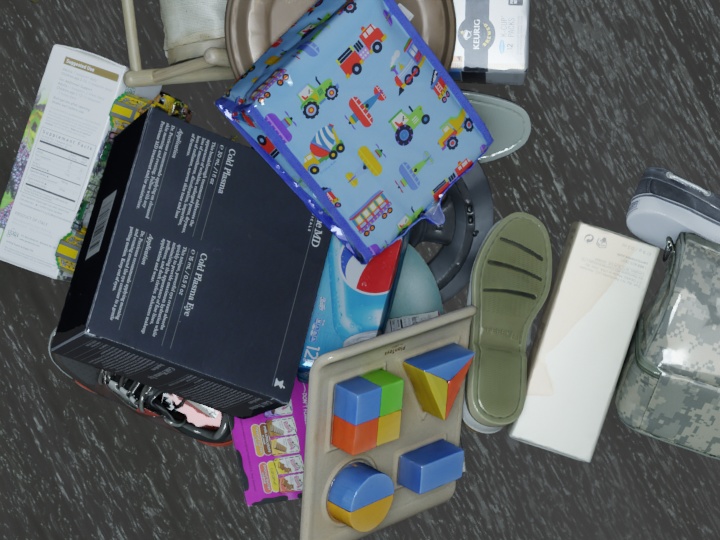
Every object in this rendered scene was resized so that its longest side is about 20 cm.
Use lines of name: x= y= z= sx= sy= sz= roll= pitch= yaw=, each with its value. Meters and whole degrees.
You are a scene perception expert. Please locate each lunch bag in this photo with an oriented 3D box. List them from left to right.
lunch bag: x=0.009 y=-0.112 z=1.584 sx=0.151 sy=0.094 sz=0.200 roll=-45 pitch=111 yaw=-9
lunch bag: x=0.337 y=0.069 z=1.699 sx=0.199 sy=0.139 sz=0.169 roll=19 pitch=113 yaw=3

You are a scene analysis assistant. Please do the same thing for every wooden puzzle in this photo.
wooden puzzle: x=0.030 y=0.140 z=1.617 sx=0.046 sy=0.185 sz=0.201 roll=28 pitch=121 yaw=38

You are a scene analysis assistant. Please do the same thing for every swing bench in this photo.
swing bench: x=-0.108 y=-0.270 z=1.720 sx=0.129 sy=0.199 sz=0.200 roll=-7 pitch=90 yaw=44

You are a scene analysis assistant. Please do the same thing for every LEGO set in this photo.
LEGO set: x=-0.166 y=-0.053 z=1.727 sx=0.115 sy=0.154 sz=0.201 roll=20 pitch=80 yaw=29

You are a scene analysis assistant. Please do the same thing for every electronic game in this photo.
electronic game: x=0.020 y=-0.048 z=1.754 sx=0.199 sy=0.042 sz=0.201 roll=0 pitch=113 yaw=-1

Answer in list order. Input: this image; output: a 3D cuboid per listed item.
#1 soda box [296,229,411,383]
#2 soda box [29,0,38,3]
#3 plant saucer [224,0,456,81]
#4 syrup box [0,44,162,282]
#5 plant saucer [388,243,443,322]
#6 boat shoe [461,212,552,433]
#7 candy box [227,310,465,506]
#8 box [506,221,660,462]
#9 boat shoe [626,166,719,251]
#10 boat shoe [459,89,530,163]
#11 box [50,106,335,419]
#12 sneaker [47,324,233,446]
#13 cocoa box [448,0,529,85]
soda box: x=0.000 y=0.000 z=1.654 sx=0.064 sy=0.068 sz=0.201 roll=13 pitch=75 yaw=6
soda box: x=-0.278 y=-0.347 z=1.772 sx=0.068 sy=0.064 sz=0.201 roll=31 pitch=92 yaw=1
plant saucer: x=-0.013 y=-0.201 z=1.624 sx=0.199 sy=0.029 sz=0.201 roll=-1 pitch=94 yaw=-12
syrup box: x=-0.257 y=-0.094 z=1.761 sx=0.081 sy=0.079 sz=0.201 roll=19 pitch=92 yaw=19
plant saucer: x=-0.024 y=0.051 z=1.749 sx=0.200 sy=0.039 sz=0.202 roll=-1 pitch=111 yaw=-2
boat shoe: x=0.118 y=0.046 z=1.733 sx=0.074 sy=0.068 sz=0.201 roll=19 pitch=69 yaw=-13
candy box: x=-0.015 y=0.122 z=1.723 sx=0.199 sy=0.061 sz=0.137 roll=-8 pitch=112 yaw=2
box: x=0.198 y=0.062 z=1.745 sx=0.077 sy=0.095 sz=0.201 roll=18 pitch=91 yaw=2
boat shoe: x=0.335 y=-0.032 z=1.752 sx=0.199 sy=0.072 sz=0.068 roll=25 pitch=63 yaw=-3
boat shoe: x=0.053 y=-0.139 z=1.762 sx=0.199 sy=0.060 sz=0.076 roll=2 pitch=120 yaw=-1
box: x=-0.133 y=-0.002 z=1.614 sx=0.181 sy=0.104 sz=0.201 roll=21 pitch=71 yaw=-19
sneaker: x=-0.192 y=0.097 z=1.768 sx=0.199 sy=0.082 sz=0.077 roll=24 pitch=93 yaw=1
cocoa box: x=0.084 y=-0.269 z=1.722 sx=0.130 sy=0.133 sz=0.201 roll=2 pitch=92 yaw=3
